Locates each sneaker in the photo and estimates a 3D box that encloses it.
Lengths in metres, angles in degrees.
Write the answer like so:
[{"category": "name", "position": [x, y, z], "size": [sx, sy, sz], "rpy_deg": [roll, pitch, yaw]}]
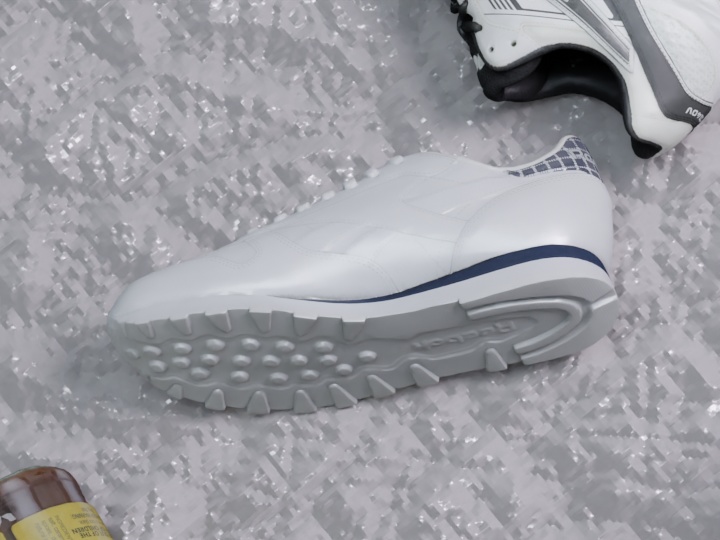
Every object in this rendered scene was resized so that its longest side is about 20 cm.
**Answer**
[{"category": "sneaker", "position": [0.000, 0.000, 1.163], "size": [0.200, 0.076, 0.081], "rpy_deg": [-8, 60, 6]}, {"category": "sneaker", "position": [0.056, -0.115, 1.175], "size": [0.200, 0.076, 0.088], "rpy_deg": [29, 81, 20]}]

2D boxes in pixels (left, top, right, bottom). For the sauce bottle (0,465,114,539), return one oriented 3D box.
[{"category": "sauce bottle", "position": [-0.089, 0.169, 1.126], "size": [0.065, 0.065, 0.200], "rpy_deg": [-32, 69, 2]}]
